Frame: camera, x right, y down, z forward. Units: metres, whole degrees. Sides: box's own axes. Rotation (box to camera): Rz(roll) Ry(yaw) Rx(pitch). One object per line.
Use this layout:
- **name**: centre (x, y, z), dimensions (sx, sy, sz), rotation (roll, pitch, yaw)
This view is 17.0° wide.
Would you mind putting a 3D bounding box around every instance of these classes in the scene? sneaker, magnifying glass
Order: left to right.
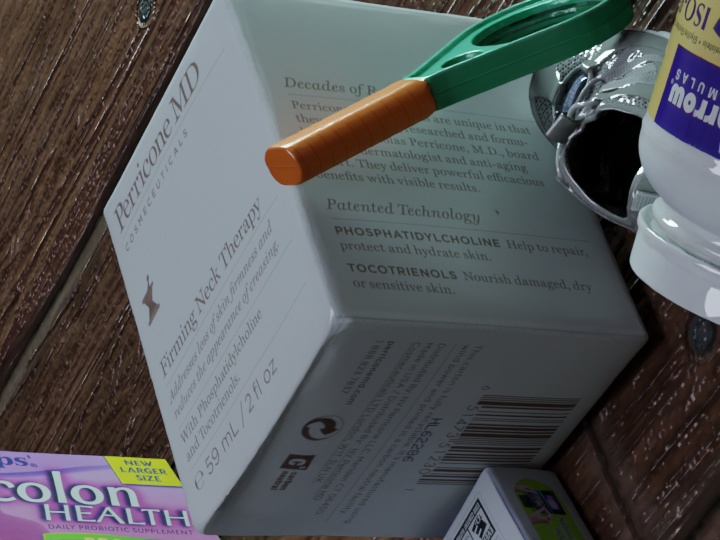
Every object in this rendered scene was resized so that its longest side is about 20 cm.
- **magnifying glass**: centre (0.041, -0.086, 1.068), dimensions (0.080, 0.200, 0.022), rotation (3, 119, 54)
- **sneaker**: centre (0.114, -0.064, 1.041), dimensions (0.200, 0.082, 0.075), rotation (-137, 59, -63)

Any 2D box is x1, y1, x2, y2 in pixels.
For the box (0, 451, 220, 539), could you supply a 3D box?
- **box**: centre (-0.163, 0.193, 1.359), dimensions (0.200, 0.176, 0.097), rotation (46, 123, 51)

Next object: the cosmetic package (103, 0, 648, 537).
- **cosmetic package**: centre (0.000, 0.000, 1.137), dimensions (0.167, 0.166, 0.200), rotation (-58, 40, 41)

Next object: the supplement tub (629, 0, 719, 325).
- **supplement tub**: centre (0.186, -0.078, 0.878), dimensions (0.145, 0.145, 0.200), rotation (37, 116, 54)

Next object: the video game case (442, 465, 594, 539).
- **video game case**: centre (0.068, 0.225, 1.109), dimensions (0.200, 0.045, 0.181), rotation (-63, 36, 30)
